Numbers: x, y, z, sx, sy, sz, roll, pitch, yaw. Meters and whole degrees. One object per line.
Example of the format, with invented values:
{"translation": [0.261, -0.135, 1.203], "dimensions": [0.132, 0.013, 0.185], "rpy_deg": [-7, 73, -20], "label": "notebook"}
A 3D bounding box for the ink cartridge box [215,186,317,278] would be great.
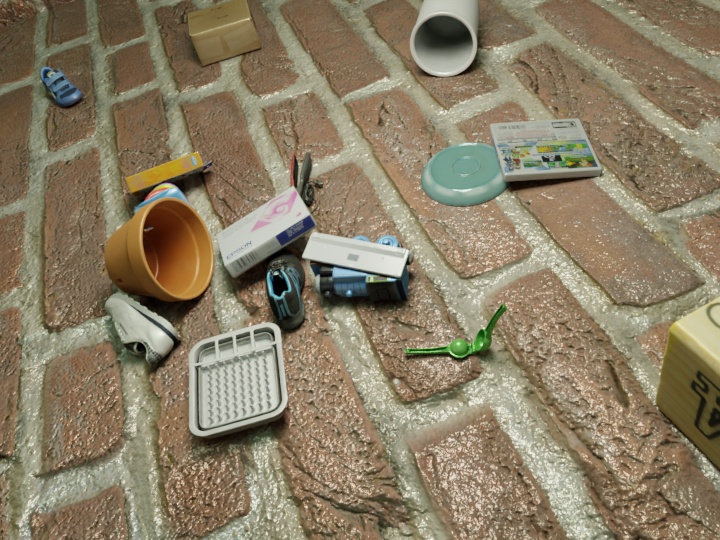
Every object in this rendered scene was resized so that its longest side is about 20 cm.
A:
{"translation": [-0.202, -0.093, 1.378], "dimensions": [0.195, 0.044, 0.200], "rpy_deg": [-32, 35, -1], "label": "ink cartridge box"}

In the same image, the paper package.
{"translation": [-0.419, -0.737, 2.068], "dimensions": [0.197, 0.104, 0.192], "rpy_deg": [-18, 43, 0], "label": "paper package"}

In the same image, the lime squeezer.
{"translation": [0.169, 0.117, 1.105], "dimensions": [0.199, 0.070, 0.038], "rpy_deg": [-28, 54, 31], "label": "lime squeezer"}

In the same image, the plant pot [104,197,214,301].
{"translation": [-0.408, -0.031, 1.332], "dimensions": [0.138, 0.201, 0.202], "rpy_deg": [-11, 42, 27], "label": "plant pot"}

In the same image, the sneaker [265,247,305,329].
{"translation": [-0.145, 0.013, 1.279], "dimensions": [0.072, 0.083, 0.201], "rpy_deg": [-19, 43, 1], "label": "sneaker"}

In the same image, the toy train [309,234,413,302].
{"translation": [0.000, 0.000, 1.251], "dimensions": [0.197, 0.087, 0.115], "rpy_deg": [-3, 52, 13], "label": "toy train"}

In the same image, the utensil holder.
{"translation": [0.224, -0.628, 1.733], "dimensions": [0.167, 0.171, 0.202], "rpy_deg": [0, 46, 16], "label": "utensil holder"}

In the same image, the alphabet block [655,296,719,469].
{"translation": [0.534, 0.151, 0.871], "dimensions": [0.193, 0.198, 0.201], "rpy_deg": [-24, 45, -10], "label": "alphabet block"}

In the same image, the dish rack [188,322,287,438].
{"translation": [-0.207, 0.191, 1.152], "dimensions": [0.169, 0.044, 0.201], "rpy_deg": [-15, 45, 0], "label": "dish rack"}

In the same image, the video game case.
{"translation": [0.383, -0.255, 1.412], "dimensions": [0.197, 0.022, 0.184], "rpy_deg": [-3, 46, 1], "label": "video game case"}

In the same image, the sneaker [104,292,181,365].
{"translation": [-0.433, 0.109, 1.280], "dimensions": [0.198, 0.077, 0.081], "rpy_deg": [22, 65, 34], "label": "sneaker"}

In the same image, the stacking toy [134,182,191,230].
{"translation": [-0.439, -0.157, 1.530], "dimensions": [0.115, 0.111, 0.201], "rpy_deg": [-28, 30, 1], "label": "stacking toy"}

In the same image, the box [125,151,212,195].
{"translation": [-0.446, -0.230, 1.581], "dimensions": [0.198, 0.042, 0.119], "rpy_deg": [-25, 8, -12], "label": "box"}

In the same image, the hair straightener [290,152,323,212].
{"translation": [-0.123, -0.192, 1.500], "dimensions": [0.076, 0.041, 0.202], "rpy_deg": [-7, 46, 10], "label": "hair straightener"}

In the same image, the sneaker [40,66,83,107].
{"translation": [-0.921, -0.562, 2.057], "dimensions": [0.199, 0.083, 0.074], "rpy_deg": [31, 59, 34], "label": "sneaker"}

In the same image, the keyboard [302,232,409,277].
{"translation": [-0.011, -0.030, 1.221], "dimensions": [0.197, 0.011, 0.057], "rpy_deg": [11, 71, 23], "label": "keyboard"}

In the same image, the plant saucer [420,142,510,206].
{"translation": [0.225, -0.214, 1.432], "dimensions": [0.197, 0.028, 0.202], "rpy_deg": [-8, 46, 8], "label": "plant saucer"}
